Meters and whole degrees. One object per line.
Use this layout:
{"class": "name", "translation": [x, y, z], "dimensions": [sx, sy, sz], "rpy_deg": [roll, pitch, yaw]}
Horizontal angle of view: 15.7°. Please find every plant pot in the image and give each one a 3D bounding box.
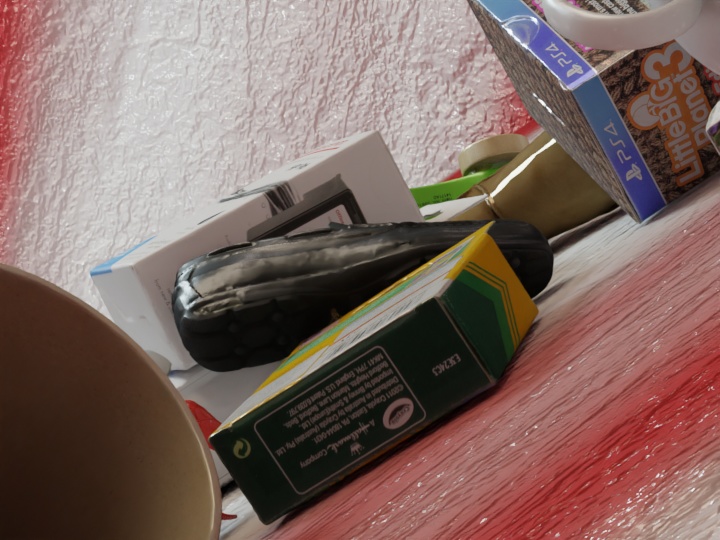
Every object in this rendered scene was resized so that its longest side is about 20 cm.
{"class": "plant pot", "translation": [-0.192, 0.126, 1.123], "dimensions": [0.200, 0.187, 0.187], "rpy_deg": [-48, -5, 32]}

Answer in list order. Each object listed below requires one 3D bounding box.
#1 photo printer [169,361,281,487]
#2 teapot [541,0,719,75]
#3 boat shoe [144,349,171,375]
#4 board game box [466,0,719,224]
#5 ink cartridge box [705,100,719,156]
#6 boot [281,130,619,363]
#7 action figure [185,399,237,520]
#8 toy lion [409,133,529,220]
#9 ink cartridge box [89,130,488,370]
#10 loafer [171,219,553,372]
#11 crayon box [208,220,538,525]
{"class": "photo printer", "translation": [-0.131, 0.112, 1.485], "dimensions": [0.200, 0.069, 0.166], "rpy_deg": [-33, 4, -8]}
{"class": "teapot", "translation": [0.217, -0.155, 1.227], "dimensions": [0.200, 0.197, 0.146], "rpy_deg": [-51, 19, 24]}
{"class": "boat shoe", "translation": [-0.178, 0.106, 1.268], "dimensions": [0.200, 0.091, 0.071], "rpy_deg": [-55, 3, 6]}
{"class": "board game box", "translation": [0.184, -0.145, 1.435], "dimensions": [0.200, 0.097, 0.159], "rpy_deg": [-33, 32, -1]}
{"class": "ink cartridge box", "translation": [0.244, -0.098, 1.110], "dimensions": [0.200, 0.050, 0.109], "rpy_deg": [-32, 3, 13]}
{"class": "boot", "translation": [0.058, -0.006, 1.536], "dimensions": [0.200, 0.066, 0.175], "rpy_deg": [-36, -3, -24]}
{"class": "action figure", "translation": [-0.102, 0.122, 1.250], "dimensions": [0.065, 0.052, 0.200], "rpy_deg": [-38, 6, 17]}
{"class": "toy lion", "translation": [0.009, -0.014, 1.734], "dimensions": [0.200, 0.069, 0.192], "rpy_deg": [-9, -18, -12]}
{"class": "ink cartridge box", "translation": [-0.041, -0.020, 1.469], "dimensions": [0.200, 0.068, 0.116], "rpy_deg": [-29, 7, -17]}
{"class": "loafer", "translation": [0.000, 0.000, 1.371], "dimensions": [0.200, 0.068, 0.070], "rpy_deg": [-10, 43, -5]}
{"class": "crayon box", "translation": [0.013, 0.044, 1.238], "dimensions": [0.126, 0.052, 0.200], "rpy_deg": [-33, 4, 15]}
